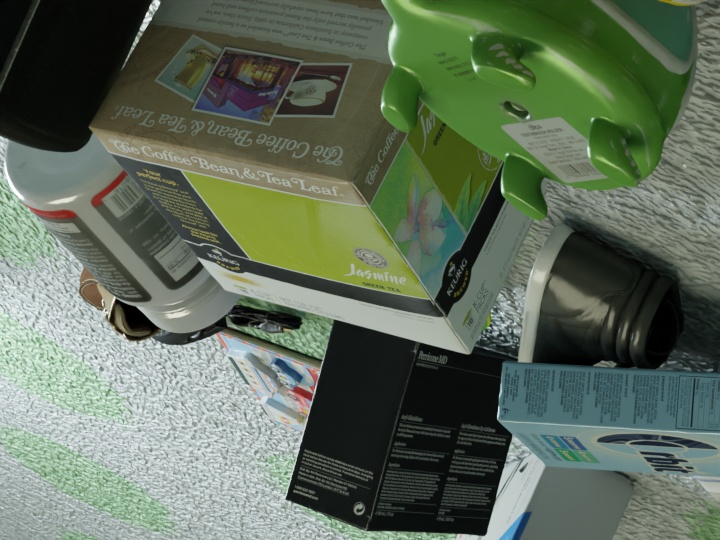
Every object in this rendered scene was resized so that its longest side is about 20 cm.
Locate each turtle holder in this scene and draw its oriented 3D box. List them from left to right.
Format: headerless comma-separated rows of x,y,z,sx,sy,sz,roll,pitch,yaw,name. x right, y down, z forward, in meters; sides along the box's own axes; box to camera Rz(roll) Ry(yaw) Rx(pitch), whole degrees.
0.080,-0.125,1.023,0.185,0.132,0.141,28,161,3,turtle holder

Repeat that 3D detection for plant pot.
-0.225,-0.174,1.224,0.199,0.201,0.177,19,169,21,plant pot

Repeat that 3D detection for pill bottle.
-0.169,-0.045,1.553,0.113,0.114,0.200,13,155,34,pill bottle

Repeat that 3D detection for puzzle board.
-0.047,0.124,1.942,0.150,0.017,0.200,18,157,24,puzzle board

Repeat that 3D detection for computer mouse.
-0.124,0.051,1.818,0.058,0.034,0.199,19,167,-39,computer mouse

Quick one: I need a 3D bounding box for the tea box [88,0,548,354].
-0.021,-0.070,1.278,0.199,0.134,0.197,14,156,32,tea box

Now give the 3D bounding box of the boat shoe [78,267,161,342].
-0.197,0.021,1.804,0.076,0.072,0.200,37,158,-24,boat shoe

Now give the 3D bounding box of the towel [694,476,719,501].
0.306,0.163,1.579,0.146,0.024,0.200,6,151,46,towel

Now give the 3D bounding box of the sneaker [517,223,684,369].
0.166,0.050,1.414,0.099,0.071,0.200,26,156,17,sneaker

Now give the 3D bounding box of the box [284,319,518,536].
0.040,0.118,1.544,0.079,0.142,0.200,18,-179,30,box

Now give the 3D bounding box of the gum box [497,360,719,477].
0.208,0.104,1.407,0.199,0.045,0.170,3,165,18,gum box

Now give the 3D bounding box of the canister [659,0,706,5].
0.151,-0.177,0.843,0.148,0.087,0.200,14,168,-24,canister

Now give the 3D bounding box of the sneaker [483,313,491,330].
0.000,0.000,1.489,0.199,0.084,0.074,29,159,-6,sneaker

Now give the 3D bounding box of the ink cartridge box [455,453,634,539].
0.143,0.245,1.801,0.084,0.147,0.200,29,159,-7,ink cartridge box
